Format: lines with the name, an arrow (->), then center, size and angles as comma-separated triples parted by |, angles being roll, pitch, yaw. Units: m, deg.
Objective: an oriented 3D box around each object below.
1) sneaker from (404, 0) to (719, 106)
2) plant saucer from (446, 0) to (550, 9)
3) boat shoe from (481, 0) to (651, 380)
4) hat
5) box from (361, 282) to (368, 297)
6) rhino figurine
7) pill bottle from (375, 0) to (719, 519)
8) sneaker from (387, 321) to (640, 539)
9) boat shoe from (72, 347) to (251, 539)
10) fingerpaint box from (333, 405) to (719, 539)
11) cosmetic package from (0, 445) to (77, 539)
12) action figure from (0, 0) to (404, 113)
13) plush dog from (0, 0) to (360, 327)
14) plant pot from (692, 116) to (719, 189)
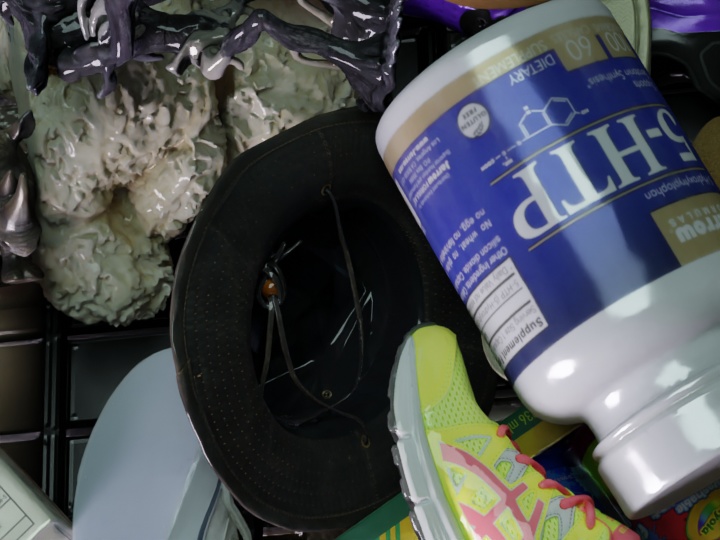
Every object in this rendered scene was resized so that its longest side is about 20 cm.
sneaker -> 0.094, -0.115, 1.225 | 0.199, 0.070, 0.100 | 4, 83, 19
plant saucer -> 0.089, -0.216, 1.185 | 0.199, 0.037, 0.201 | -20, 49, 24
boat shoe -> 0.097, -0.044, 1.170 | 0.074, 0.068, 0.202 | 11, 87, 18
hat -> -0.028, 0.022, 1.131 | 0.081, 0.200, 0.202 | 0, 63, 47
box -> 0.000, 0.000, 1.211 | 0.200, 0.041, 0.039 | -44, 67, -7
rhino figurine -> -0.183, -0.034, 1.181 | 0.059, 0.200, 0.088 | -10, 90, -19
pill bottle -> 0.102, -0.003, 1.064 | 0.119, 0.120, 0.201 | -30, 76, -2
sneaker -> 0.070, 0.112, 1.054 | 0.090, 0.078, 0.201 | -19, 75, 3
boat shoe -> -0.081, 0.140, 1.149 | 0.074, 0.086, 0.203 | -13, 58, 26
fingerpaint box -> 0.102, 0.147, 1.110 | 0.199, 0.073, 0.167 | -34, 65, -3
cosmetic package -> -0.228, 0.097, 1.192 | 0.103, 0.087, 0.200 | -43, 67, -5
action figure -> -0.079, -0.127, 1.085 | 0.198, 0.103, 0.119 | 7, 37, -1
plush dog -> -0.083, -0.092, 1.223 | 0.171, 0.161, 0.201 | -8, 64, -17
plant pot -> 0.247, -0.014, 1.106 | 0.199, 0.186, 0.188 | 9, 69, 29
